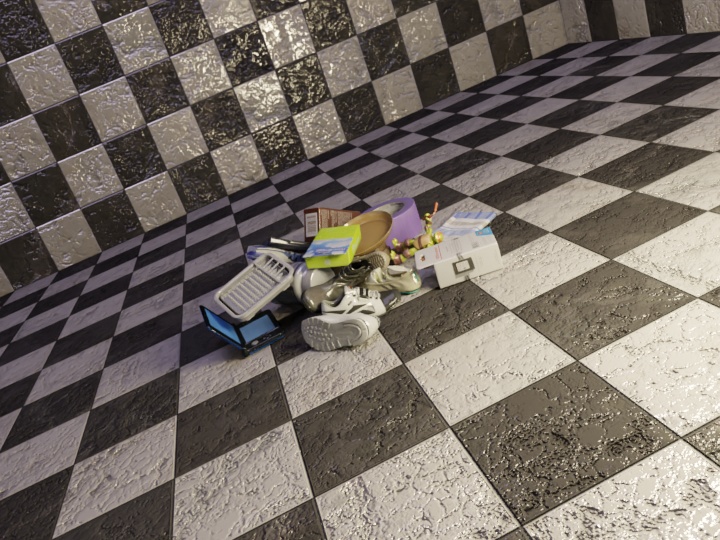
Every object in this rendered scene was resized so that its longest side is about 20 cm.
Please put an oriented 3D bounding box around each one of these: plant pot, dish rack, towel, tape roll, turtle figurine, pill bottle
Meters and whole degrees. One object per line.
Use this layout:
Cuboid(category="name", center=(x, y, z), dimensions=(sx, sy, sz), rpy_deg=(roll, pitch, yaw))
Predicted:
Cuboid(category="plant pot", center=(0.006, -0.095, 1.819), dimensions=(0.195, 0.028, 0.202), rpy_deg=(-22, 31, 14))
Cuboid(category="dish rack", center=(-0.271, 0.048, 1.682), dimensions=(0.199, 0.044, 0.170), rpy_deg=(-40, 38, -18))
Cuboid(category="towel", center=(0.269, -0.114, 1.799), dimensions=(0.198, 0.024, 0.145), rpy_deg=(-37, 26, -34))
Cuboid(category="tape roll", center=(0.083, -0.139, 1.963), dimensions=(0.194, 0.087, 0.201), rpy_deg=(-19, 20, 7))
Cuboid(category="turtle figurine", center=(0.161, -0.078, 1.742), dimensions=(0.158, 0.064, 0.205), rpy_deg=(-17, 53, 29))
Cuboid(category="pill bottle", center=(-0.163, 0.035, 1.746), dimensions=(0.196, 0.117, 0.113), rpy_deg=(-1, 29, 44))

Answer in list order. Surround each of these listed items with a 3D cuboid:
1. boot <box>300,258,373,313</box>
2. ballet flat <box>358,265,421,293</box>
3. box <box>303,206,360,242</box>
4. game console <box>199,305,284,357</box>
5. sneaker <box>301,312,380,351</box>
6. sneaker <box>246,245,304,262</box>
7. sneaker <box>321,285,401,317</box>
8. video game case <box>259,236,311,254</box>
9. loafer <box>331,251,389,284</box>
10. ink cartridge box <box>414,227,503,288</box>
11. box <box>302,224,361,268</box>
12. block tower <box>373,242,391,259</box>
Cuboid(category="boot", center=(-0.056, 0.026, 1.593), dimensions=(0.131, 0.068, 0.198), rpy_deg=(-48, -14, 31))
Cuboid(category="ballet flat", center=(0.064, 0.021, 1.618), dimensions=(0.196, 0.071, 0.069), rpy_deg=(-6, 25, 38))
Cuboid(category="box", center=(-0.083, -0.133, 1.976), dimensions=(0.073, 0.104, 0.197), rpy_deg=(-4, -3, 41))
Cuboid(category="game console", center=(-0.305, 0.126, 1.661), dimensions=(0.167, 0.121, 0.200), rpy_deg=(-27, 21, -12))
Cuboid(category="sneaker", center=(-0.048, 0.132, 1.473), dimensions=(0.195, 0.079, 0.080), rpy_deg=(-2, 16, 34))
Cuboid(category="sneaker", center=(-0.234, -0.002, 1.879), dimensions=(0.195, 0.119, 0.080), rpy_deg=(11, 2, -32))
Cuboid(category="sneaker", center=(-0.001, 0.072, 1.531), dimensions=(0.195, 0.091, 0.074), rpy_deg=(-21, 19, -2))
Cuboid(category="video game case", center=(-0.197, -0.064, 1.949), dimensions=(0.194, 0.020, 0.142), rpy_deg=(6, -13, -25))
Cuboid(category="loafer", center=(0.000, 0.000, 1.730), dimensions=(0.196, 0.078, 0.068), rpy_deg=(-15, -4, 33))
Cuboid(category="ink cartridge box", center=(0.232, -0.026, 1.557), dimensions=(0.194, 0.068, 0.116), rpy_deg=(-18, 21, 9))
Cuboid(category="box", center=(-0.071, -0.060, 1.701), dimensions=(0.118, 0.049, 0.201), rpy_deg=(-6, 24, 13))
Cuboid(category="block tower", center=(0.002, -0.048, 1.867), dimensions=(0.196, 0.055, 0.058), rpy_deg=(0, 28, 44))
